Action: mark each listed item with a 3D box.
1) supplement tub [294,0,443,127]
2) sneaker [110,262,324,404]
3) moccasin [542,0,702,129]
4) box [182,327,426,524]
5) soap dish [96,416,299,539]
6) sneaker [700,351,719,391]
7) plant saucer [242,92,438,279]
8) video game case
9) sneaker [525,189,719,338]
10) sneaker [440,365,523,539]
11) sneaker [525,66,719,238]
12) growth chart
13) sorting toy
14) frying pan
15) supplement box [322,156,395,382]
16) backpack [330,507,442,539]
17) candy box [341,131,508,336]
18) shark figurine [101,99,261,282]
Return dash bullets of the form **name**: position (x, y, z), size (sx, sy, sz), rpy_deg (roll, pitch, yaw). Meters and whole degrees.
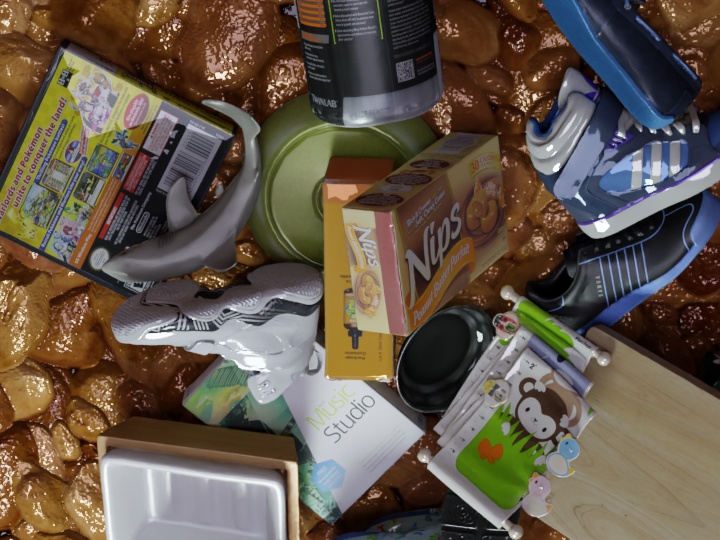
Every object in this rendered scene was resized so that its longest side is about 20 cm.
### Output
- **supplement tub**: position (0.003, -0.236, 1.546), size (0.121, 0.123, 0.202), rpy_deg (-6, 112, 5)
- **sneaker**: position (-0.126, 0.067, 1.649), size (0.198, 0.075, 0.116), rpy_deg (-11, 118, -11)
- **moccasin**: position (0.221, -0.217, 1.565), size (0.068, 0.080, 0.201), rpy_deg (-36, 92, -9)
- **box**: position (-0.055, 0.138, 1.750), size (0.200, 0.036, 0.144), rpy_deg (40, 109, -11)
- **soap dish**: position (-0.152, 0.224, 1.741), size (0.198, 0.081, 0.158), rpy_deg (6, 124, 10)
- **sneaker**: position (0.297, 0.156, 1.731), size (0.200, 0.071, 0.080), rpy_deg (-44, 81, 25)
- **plant saucer**: position (-0.015, -0.070, 1.665), size (0.198, 0.031, 0.202), rpy_deg (1, 112, 2)
- **video game case**: position (-0.237, -0.088, 1.670), size (0.180, 0.026, 0.201), rpy_deg (26, 112, -8)
- **sneaker**: position (0.241, -0.015, 1.655), size (0.078, 0.070, 0.200), rpy_deg (39, 110, -20)
- **sneaker**: position (0.132, 0.201, 1.705), size (0.075, 0.115, 0.202), rpy_deg (5, 76, 18)
- **sneaker**: position (0.246, -0.132, 1.600), size (0.199, 0.081, 0.147), rpy_deg (-31, 110, 17)
- **growth chart**: position (0.145, 0.132, 1.647), size (0.144, 0.018, 0.201), rpy_deg (29, 87, 23)
- **sorting toy**: position (0.275, 0.178, 1.666), size (0.199, 0.069, 0.200), rpy_deg (31, 114, 25)
- **frying pan**: position (0.093, 0.106, 1.726), size (0.115, 0.031, 0.191), rpy_deg (-38, 132, -10)
- **supplement box**: position (0.000, 0.000, 1.643), size (0.066, 0.069, 0.202), rpy_deg (1, 112, 3)
- **backpack**: position (0.045, 0.334, 1.766), size (0.198, 0.147, 0.185), rpy_deg (-5, 113, 0)
- **candy box**: position (0.062, -0.036, 1.585), size (0.055, 0.200, 0.116), rpy_deg (6, 115, 32)
- **shark figurine**: position (-0.125, -0.048, 1.630), size (0.128, 0.090, 0.215), rpy_deg (24, 113, -35)
